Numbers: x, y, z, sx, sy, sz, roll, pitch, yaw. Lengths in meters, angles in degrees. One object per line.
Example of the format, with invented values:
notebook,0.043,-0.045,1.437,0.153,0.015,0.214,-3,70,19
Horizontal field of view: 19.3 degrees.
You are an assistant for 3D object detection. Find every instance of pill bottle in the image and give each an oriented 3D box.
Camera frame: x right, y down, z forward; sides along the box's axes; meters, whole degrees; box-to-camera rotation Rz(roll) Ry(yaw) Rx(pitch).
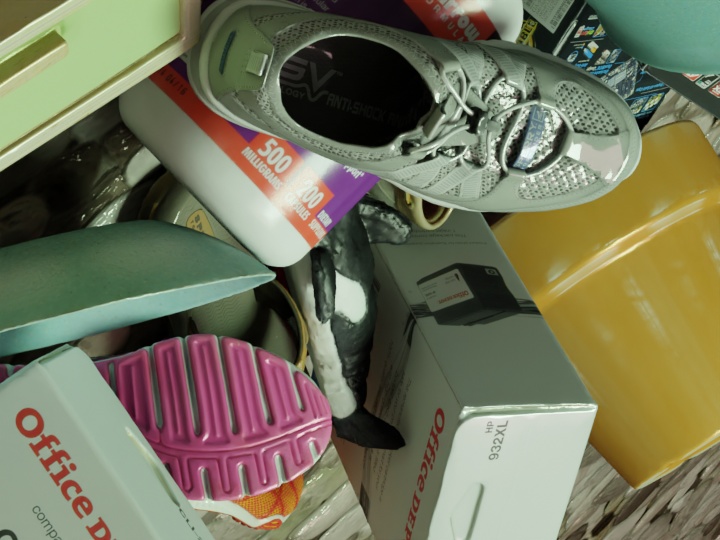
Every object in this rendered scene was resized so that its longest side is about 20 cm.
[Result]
pill bottle,-0.006,-0.105,0.950,0.200,0.112,0.112,-45,159,-2

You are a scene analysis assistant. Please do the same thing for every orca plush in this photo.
orca plush,0.000,0.000,1.100,0.071,0.105,0.201,-19,109,-8

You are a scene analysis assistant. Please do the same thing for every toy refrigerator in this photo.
toy refrigerator,-0.152,-0.076,0.789,0.200,0.070,0.076,-35,157,-24

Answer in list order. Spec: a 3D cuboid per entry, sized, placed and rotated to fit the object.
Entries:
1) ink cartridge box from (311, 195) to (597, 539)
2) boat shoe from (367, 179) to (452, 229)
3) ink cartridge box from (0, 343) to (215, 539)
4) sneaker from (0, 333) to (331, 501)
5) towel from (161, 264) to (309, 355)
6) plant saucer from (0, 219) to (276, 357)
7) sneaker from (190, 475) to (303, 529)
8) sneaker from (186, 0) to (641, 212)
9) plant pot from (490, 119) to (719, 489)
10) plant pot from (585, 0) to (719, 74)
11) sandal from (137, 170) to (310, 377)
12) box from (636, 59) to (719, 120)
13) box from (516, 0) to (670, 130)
ink cartridge box,0.046,0.071,1.192,0.083,0.200,0.146,-1,126,-20
boat shoe,0.055,-0.104,1.125,0.074,0.069,0.201,-28,152,-39
ink cartridge box,-0.177,0.149,0.969,0.199,0.145,0.084,-35,-179,4
sneaker,-0.112,0.074,1.051,0.088,0.198,0.082,52,38,-85
towel,-0.106,0.075,1.212,0.200,0.022,0.145,-42,158,-10
plant saucer,-0.137,0.010,0.928,0.200,0.039,0.201,-15,177,-1
sneaker,-0.069,0.099,1.200,0.077,0.073,0.200,-56,162,1
sneaker,0.029,-0.059,0.868,0.199,0.082,0.075,9,101,-20
plant pot,0.182,0.033,1.382,0.199,0.184,0.200,-30,169,-6
plant pot,0.132,-0.191,0.857,0.200,0.200,0.188,-42,135,-10
sandal,-0.057,0.029,1.086,0.082,0.054,0.201,-48,139,-36
box,0.255,-0.137,1.028,0.198,0.050,0.199,-37,142,27
box,0.137,-0.129,1.266,0.199,0.046,0.159,-15,143,-53
